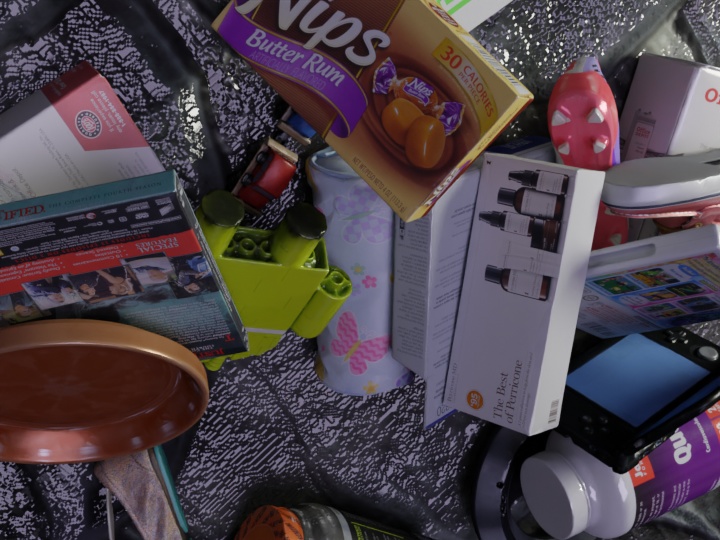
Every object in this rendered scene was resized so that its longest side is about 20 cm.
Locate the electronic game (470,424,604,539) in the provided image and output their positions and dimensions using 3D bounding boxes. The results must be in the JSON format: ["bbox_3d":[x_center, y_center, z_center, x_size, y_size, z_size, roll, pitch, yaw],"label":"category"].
[{"bbox_3d":[0.194,0.206,1.018,0.199,0.042,0.201,-7,105,-26],"label":"electronic game"}]

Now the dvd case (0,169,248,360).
[{"bbox_3d":[-0.165,0.014,0.683,0.145,0.022,0.200,-12,146,2],"label":"dvd case"}]

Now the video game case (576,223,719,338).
[{"bbox_3d":[0.241,0.015,0.854,0.200,0.182,0.024,22,62,-49],"label":"video game case"}]

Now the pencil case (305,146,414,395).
[{"bbox_3d":[0.000,0.000,0.828,0.090,0.083,0.201,6,114,21],"label":"pencil case"}]

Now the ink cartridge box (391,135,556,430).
[{"bbox_3d":[0.096,0.003,0.850,0.196,0.043,0.201,-22,121,-48],"label":"ink cartridge box"}]

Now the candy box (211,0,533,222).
[{"bbox_3d":[0.007,-0.145,0.713,0.200,0.056,0.117,46,110,7],"label":"candy box"}]

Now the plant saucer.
[{"bbox_3d":[-0.209,0.086,0.733,0.199,0.032,0.201,-7,149,-4],"label":"plant saucer"}]

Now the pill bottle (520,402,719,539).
[{"bbox_3d":[0.251,0.173,0.951,0.199,0.112,0.113,-18,116,-24],"label":"pill bottle"}]

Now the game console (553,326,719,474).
[{"bbox_3d":[0.267,0.075,0.891,0.200,0.176,0.117,-25,130,-33],"label":"game console"}]

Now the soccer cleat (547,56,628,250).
[{"bbox_3d":[0.191,-0.081,0.863,0.066,0.077,0.200,3,135,21],"label":"soccer cleat"}]

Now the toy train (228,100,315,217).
[{"bbox_3d":[-0.073,-0.075,0.789,0.034,0.046,0.200,32,94,-30],"label":"toy train"}]

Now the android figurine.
[{"bbox_3d":[-0.103,0.017,0.762,0.181,0.041,0.200,8,142,-26],"label":"android figurine"}]

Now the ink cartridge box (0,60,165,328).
[{"bbox_3d":[-0.238,-0.040,0.718,0.200,0.067,0.117,-35,120,-9],"label":"ink cartridge box"}]

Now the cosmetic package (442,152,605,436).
[{"bbox_3d":[0.122,0.016,0.786,0.051,0.082,0.201,-4,105,-50],"label":"cosmetic package"}]

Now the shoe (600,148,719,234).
[{"bbox_3d":[0.269,-0.043,0.832,0.199,0.071,0.091,-12,114,-33],"label":"shoe"}]

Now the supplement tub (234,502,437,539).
[{"bbox_3d":[-0.011,0.278,0.909,0.200,0.123,0.123,25,98,-29],"label":"supplement tub"}]

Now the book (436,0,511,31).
[{"bbox_3d":[0.091,-0.270,0.792,0.200,0.048,0.134,-38,122,-10],"label":"book"}]

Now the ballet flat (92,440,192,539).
[{"bbox_3d":[-0.164,0.231,0.846,0.067,0.068,0.201,-22,96,-9],"label":"ballet flat"}]

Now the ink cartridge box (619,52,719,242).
[{"bbox_3d":[0.300,-0.081,0.931,0.146,0.083,0.201,8,107,-26],"label":"ink cartridge box"}]
